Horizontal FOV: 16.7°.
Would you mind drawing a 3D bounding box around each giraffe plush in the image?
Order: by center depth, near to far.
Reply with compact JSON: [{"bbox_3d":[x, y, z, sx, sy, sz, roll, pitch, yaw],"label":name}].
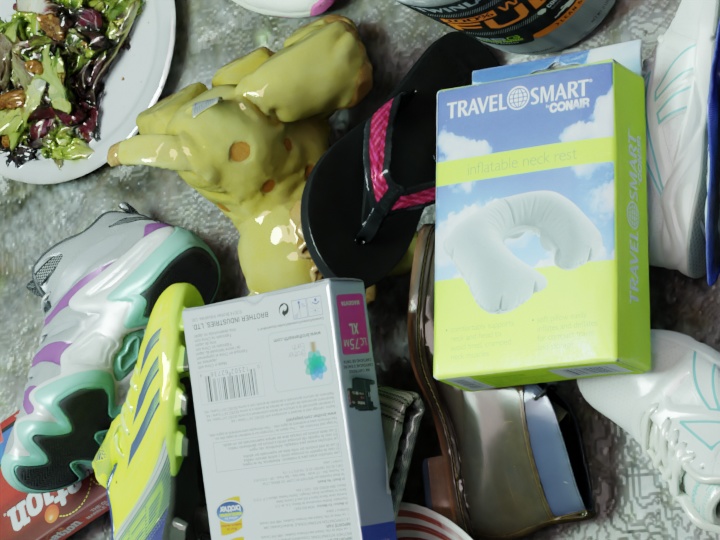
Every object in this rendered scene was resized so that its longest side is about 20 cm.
[{"bbox_3d":[-0.046,-0.049,1.531,0.172,0.200,0.162,-24,101,19],"label":"giraffe plush"}]

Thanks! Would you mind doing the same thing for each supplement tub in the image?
[{"bbox_3d":[0.069,-0.204,1.450,0.122,0.200,0.123,-4,81,29],"label":"supplement tub"}]

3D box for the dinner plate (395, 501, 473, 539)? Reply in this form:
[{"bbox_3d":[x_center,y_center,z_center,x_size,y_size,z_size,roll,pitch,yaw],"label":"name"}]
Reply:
[{"bbox_3d":[0.038,0.237,1.476,0.200,0.024,0.201,9,102,47],"label":"dinner plate"}]

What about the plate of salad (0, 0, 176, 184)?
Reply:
[{"bbox_3d":[-0.216,-0.160,1.689,0.200,0.048,0.200,-4,81,28],"label":"plate of salad"}]

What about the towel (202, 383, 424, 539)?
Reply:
[{"bbox_3d":[-0.047,0.157,1.518,0.192,0.034,0.200,12,89,53],"label":"towel"}]

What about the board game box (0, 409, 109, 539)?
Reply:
[{"bbox_3d":[-0.178,0.112,1.629,0.200,0.019,0.103,-34,53,21],"label":"board game box"}]

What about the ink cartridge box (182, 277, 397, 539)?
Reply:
[{"bbox_3d":[-0.040,0.112,1.440,0.119,0.042,0.200,-11,82,39],"label":"ink cartridge box"}]

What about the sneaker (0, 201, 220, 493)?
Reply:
[{"bbox_3d":[-0.191,0.044,1.616,0.140,0.078,0.200,29,78,45],"label":"sneaker"}]

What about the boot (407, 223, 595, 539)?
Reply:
[{"bbox_3d":[0.086,0.067,1.483,0.097,0.075,0.200,-7,89,18],"label":"boot"}]

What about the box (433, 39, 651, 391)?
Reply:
[{"bbox_3d":[0.105,-0.036,1.423,0.122,0.048,0.200,-8,74,31],"label":"box"}]

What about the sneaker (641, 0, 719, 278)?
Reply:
[{"bbox_3d":[0.183,-0.100,1.447,0.080,0.070,0.201,10,88,32],"label":"sneaker"}]

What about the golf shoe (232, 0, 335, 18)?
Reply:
[{"bbox_3d":[-0.099,-0.228,1.610,0.200,0.091,0.075,33,97,27],"label":"golf shoe"}]

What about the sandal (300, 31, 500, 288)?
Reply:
[{"bbox_3d":[0.030,-0.073,1.478,0.200,0.075,0.045,-55,16,-28],"label":"sandal"}]

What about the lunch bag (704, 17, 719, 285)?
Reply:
[{"bbox_3d":[0.250,-0.041,1.325,0.124,0.170,0.200,-20,51,-7],"label":"lunch bag"}]

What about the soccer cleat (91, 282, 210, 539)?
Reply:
[{"bbox_3d":[-0.134,0.106,1.542,0.084,0.065,0.201,7,98,23],"label":"soccer cleat"}]

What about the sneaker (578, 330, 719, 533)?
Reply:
[{"bbox_3d":[0.198,0.098,1.386,0.200,0.080,0.071,28,140,32],"label":"sneaker"}]
